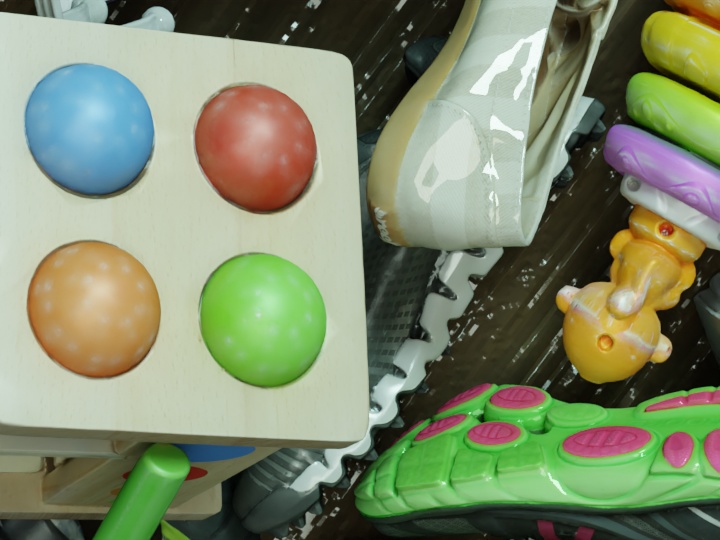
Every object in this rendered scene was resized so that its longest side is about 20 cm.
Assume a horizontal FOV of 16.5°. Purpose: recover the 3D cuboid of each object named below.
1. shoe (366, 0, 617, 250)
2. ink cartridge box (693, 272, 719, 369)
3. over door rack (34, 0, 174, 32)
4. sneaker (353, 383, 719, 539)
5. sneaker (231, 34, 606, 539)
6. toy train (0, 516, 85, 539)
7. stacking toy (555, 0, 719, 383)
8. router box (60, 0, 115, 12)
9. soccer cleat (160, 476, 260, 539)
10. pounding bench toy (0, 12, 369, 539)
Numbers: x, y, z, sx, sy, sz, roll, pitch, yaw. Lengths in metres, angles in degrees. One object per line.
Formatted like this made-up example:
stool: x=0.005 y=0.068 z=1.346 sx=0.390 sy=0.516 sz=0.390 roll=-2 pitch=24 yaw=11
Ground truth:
shoe: x=0.065 y=-0.086 z=0.853 sx=0.053 sy=0.070 sz=0.201 roll=7 pitch=56 yaw=31
ink cartridge box: x=0.227 y=0.075 z=0.901 sx=0.145 sy=0.084 sz=0.201 roll=-23 pitch=97 yaw=3
over door rack: x=-0.143 y=-0.147 z=0.842 sx=0.066 sy=0.199 sz=0.149 roll=-24 pitch=109 yaw=-41
sneaker: x=0.081 y=0.088 z=0.873 sx=0.199 sy=0.077 sz=0.084 roll=0 pitch=118 yaw=38
sneaker: x=0.000 y=0.000 z=0.902 sx=0.090 sy=0.066 sz=0.201 roll=35 pitch=87 yaw=3
toy train: x=-0.158 y=0.170 z=0.875 sx=0.200 sy=0.085 sz=0.114 roll=-43 pitch=97 yaw=2
stacking toy: x=0.129 y=-0.049 z=0.870 sx=0.116 sy=0.110 sz=0.201 roll=28 pitch=93 yaw=0
router box: x=-0.054 y=-0.211 z=0.886 sx=0.199 sy=0.049 sz=0.180 roll=-24 pitch=96 yaw=3
soccer cleat: x=-0.089 y=0.021 z=0.907 sx=0.081 sy=0.068 sz=0.200 roll=-37 pitch=93 yaw=0
pounding bench toy: x=-0.077 y=0.039 z=0.782 sx=0.123 sy=0.156 sz=0.202 roll=4 pitch=73 yaw=-25
